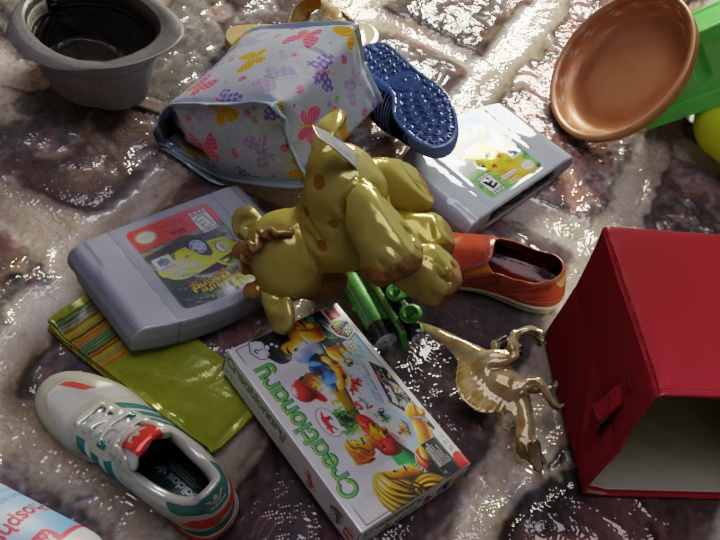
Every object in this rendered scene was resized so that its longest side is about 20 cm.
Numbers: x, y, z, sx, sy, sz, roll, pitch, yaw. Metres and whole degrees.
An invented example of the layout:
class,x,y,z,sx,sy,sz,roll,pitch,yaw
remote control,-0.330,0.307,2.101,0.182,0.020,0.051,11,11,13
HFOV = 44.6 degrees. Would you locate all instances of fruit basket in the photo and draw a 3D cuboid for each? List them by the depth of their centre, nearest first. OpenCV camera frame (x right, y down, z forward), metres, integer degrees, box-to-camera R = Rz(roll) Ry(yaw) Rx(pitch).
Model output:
class,x,y,z,sx,sy,sz,roll,pitch,yaw
fruit basket,0.462,-0.224,1.101,0.215,0.216,0.156,29,48,11

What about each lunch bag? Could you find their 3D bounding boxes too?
class,x,y,z,sx,sy,sz,roll,pitch,yaw
lunch bag,-0.104,-0.179,0.948,0.199,0.127,0.170,9,46,32

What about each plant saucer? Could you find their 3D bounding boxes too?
class,x,y,z,sx,sy,sz,roll,pitch,yaw
plant saucer,0.324,-0.246,1.080,0.037,0.200,0.201,25,40,-37

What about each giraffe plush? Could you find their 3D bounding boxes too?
class,x,y,z,sx,sy,sz,roll,pitch,yaw
giraffe plush,-0.029,-0.025,0.793,0.200,0.162,0.173,38,27,-31

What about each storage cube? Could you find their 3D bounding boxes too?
class,x,y,z,sx,sy,sz,roll,pitch,yaw
storage cube,0.290,0.086,0.795,0.199,0.171,0.180,3,49,-10

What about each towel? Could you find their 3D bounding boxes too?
class,x,y,z,sx,sy,sz,roll,pitch,yaw
towel,-0.181,0.081,0.790,0.200,0.018,0.086,35,53,15

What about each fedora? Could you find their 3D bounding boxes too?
class,x,y,z,sx,sy,sz,roll,pitch,yaw
fedora,-0.293,-0.242,0.980,0.200,0.091,0.177,32,50,21

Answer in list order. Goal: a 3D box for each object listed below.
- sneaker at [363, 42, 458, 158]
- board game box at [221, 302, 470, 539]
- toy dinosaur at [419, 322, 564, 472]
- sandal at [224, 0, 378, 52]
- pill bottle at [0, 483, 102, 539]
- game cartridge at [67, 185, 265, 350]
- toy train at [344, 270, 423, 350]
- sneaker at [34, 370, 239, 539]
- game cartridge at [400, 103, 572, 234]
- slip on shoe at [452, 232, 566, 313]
class,x,y,z,sx,sy,sz,roll,pitch,yaw
sneaker,0.055,-0.180,1.003,0.070,0.078,0.200,-24,51,-8
board game box,-0.015,0.128,0.771,0.126,0.035,0.200,-23,59,-35
toy dinosaur,0.124,0.089,0.827,0.101,0.058,0.200,-28,62,-29
sandal,-0.065,-0.311,1.102,0.211,0.070,0.078,-12,55,-22
pill bottle,-0.248,0.212,0.607,0.199,0.109,0.109,24,50,7
game cartridge,-0.158,-0.004,0.843,0.200,0.041,0.133,-27,66,-36
toy train,0.000,0.000,0.875,0.056,0.042,0.200,-22,54,-11
sneaker,-0.179,0.131,0.694,0.199,0.094,0.070,34,61,14
game cartridge,0.139,-0.124,1.020,0.133,0.041,0.200,40,54,24
slip on shoe,0.119,-0.013,0.907,0.199,0.061,0.074,17,51,3
